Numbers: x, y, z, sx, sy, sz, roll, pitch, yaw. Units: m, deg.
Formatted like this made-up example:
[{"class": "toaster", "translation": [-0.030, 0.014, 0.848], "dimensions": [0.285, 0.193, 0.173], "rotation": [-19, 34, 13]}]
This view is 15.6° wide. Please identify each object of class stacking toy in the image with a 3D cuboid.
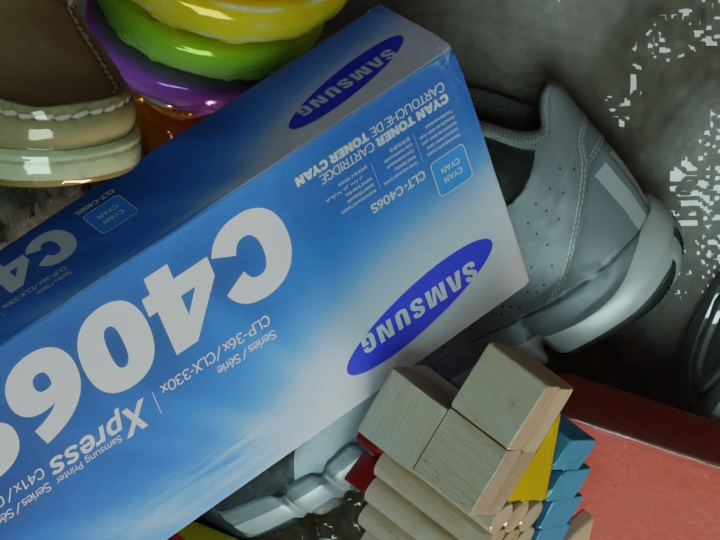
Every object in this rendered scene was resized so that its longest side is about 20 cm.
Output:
[{"class": "stacking toy", "translation": [-0.047, -0.090, 0.834], "dimensions": [0.116, 0.110, 0.200], "rotation": [3, 134, -18]}]

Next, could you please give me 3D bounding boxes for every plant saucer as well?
[{"class": "plant saucer", "translation": [0.113, 0.113, 0.937], "dimensions": [0.199, 0.037, 0.200], "rotation": [18, 142, -7]}]

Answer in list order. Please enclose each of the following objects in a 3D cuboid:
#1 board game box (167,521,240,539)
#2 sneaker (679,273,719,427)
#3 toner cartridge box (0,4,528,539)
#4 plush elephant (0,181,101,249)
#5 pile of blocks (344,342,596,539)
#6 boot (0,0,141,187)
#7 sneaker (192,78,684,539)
[{"class": "board game box", "translation": [-0.094, 0.174, 0.927], "dimensions": [0.101, 0.048, 0.200], "rotation": [22, 121, -8]}, {"class": "sneaker", "translation": [0.185, -0.011, 0.877], "dimensions": [0.080, 0.077, 0.200], "rotation": [23, 128, -12]}, {"class": "toner cartridge box", "translation": [-0.048, 0.014, 0.785], "dimensions": [0.200, 0.043, 0.095], "rotation": [-35, 129, -18]}, {"class": "plush elephant", "translation": [-0.155, 0.019, 0.830], "dimensions": [0.199, 0.155, 0.165], "rotation": [4, 126, 30]}, {"class": "pile of blocks", "translation": [0.029, 0.080, 0.851], "dimensions": [0.062, 0.082, 0.200], "rotation": [36, 141, 23]}, {"class": "boot", "translation": [-0.117, -0.126, 0.765], "dimensions": [0.072, 0.200, 0.155], "rotation": [-6, 124, -34]}, {"class": "sneaker", "translation": [0.000, 0.000, 0.897], "dimensions": [0.200, 0.075, 0.116], "rotation": [-32, 109, 8]}]
